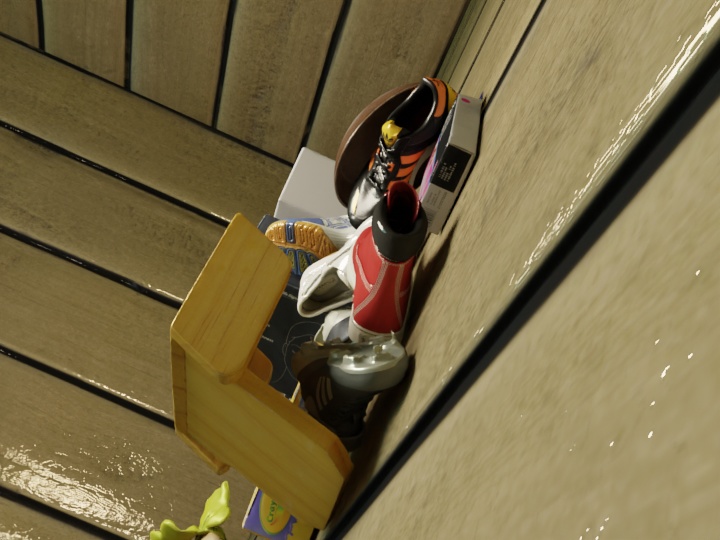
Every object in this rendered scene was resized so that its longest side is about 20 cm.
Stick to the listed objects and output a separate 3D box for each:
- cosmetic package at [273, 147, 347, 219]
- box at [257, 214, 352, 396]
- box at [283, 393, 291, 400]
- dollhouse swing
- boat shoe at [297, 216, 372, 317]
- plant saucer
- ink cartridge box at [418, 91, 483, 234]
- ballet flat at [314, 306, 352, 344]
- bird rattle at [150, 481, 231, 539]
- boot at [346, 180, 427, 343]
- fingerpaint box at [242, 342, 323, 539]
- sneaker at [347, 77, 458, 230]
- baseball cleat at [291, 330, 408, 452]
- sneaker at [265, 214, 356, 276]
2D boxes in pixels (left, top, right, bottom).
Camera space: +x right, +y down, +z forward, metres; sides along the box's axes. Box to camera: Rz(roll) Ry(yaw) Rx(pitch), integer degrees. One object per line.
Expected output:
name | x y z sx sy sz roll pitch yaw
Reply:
cosmetic package | -0.038 -0.048 1.219 0.200 0.197 0.124 115 178 -52
box | -0.088 0.064 1.124 0.125 0.197 0.198 -69 4 -50
box | -0.092 0.223 1.344 0.162 0.043 0.200 -67 -10 8
dollhouse swing | -0.070 0.096 0.707 0.201 0.173 0.183 105 -173 -53
boat shoe | 0.000 0.000 0.934 0.199 0.071 0.070 -37 21 33
plant saucer | 0.041 -0.162 1.002 0.199 0.037 0.202 -30 -30 -19
ink cartridge box | 0.098 -0.126 0.852 0.201 0.037 0.096 -67 0 -59
ballet flat | -0.027 0.089 0.979 0.201 0.072 0.074 120 173 -57
bird rattle | -0.149 0.352 0.910 0.112 0.199 0.164 -35 -49 -16
boot | 0.031 -0.034 0.779 0.201 0.071 0.146 -88 9 -63
fingerpaint box | -0.061 0.201 0.879 0.167 0.072 0.203 116 176 -71
sneaker | 0.037 -0.138 0.920 0.201 0.070 0.090 -52 -28 10
baseball cleat | -0.004 0.108 0.687 0.200 0.069 0.108 174 84 -71
sneaker | -0.023 -0.037 1.021 0.088 0.197 0.076 -57 -30 -58
